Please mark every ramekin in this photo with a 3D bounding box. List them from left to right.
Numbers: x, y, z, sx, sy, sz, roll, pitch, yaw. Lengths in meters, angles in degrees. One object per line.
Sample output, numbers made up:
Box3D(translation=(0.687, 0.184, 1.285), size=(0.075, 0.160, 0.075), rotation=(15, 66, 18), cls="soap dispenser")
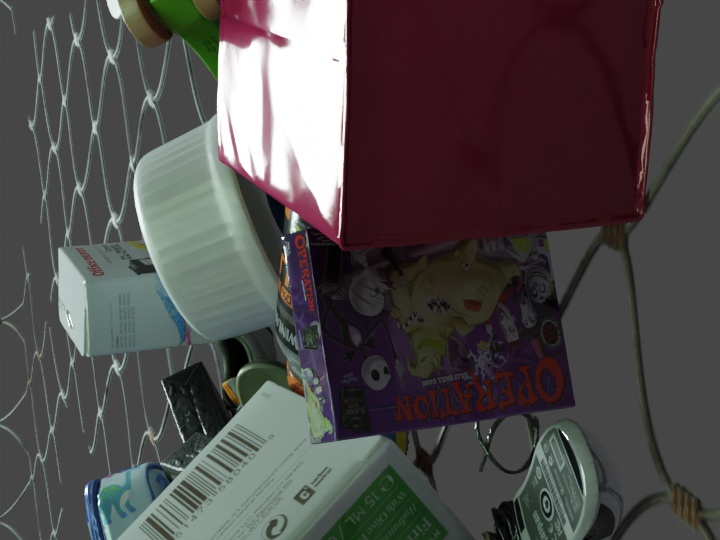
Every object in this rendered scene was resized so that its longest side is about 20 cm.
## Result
Box3D(translation=(-0.121, -0.035, 1.171), size=(0.200, 0.098, 0.201), rotation=(-21, -90, -81), cls="ramekin")

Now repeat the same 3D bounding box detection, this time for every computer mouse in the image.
Box3D(translation=(0.128, 0.162, 0.822), size=(0.200, 0.044, 0.110), rotation=(106, 154, -52), cls="computer mouse")

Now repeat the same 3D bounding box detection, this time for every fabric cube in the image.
Box3D(translation=(0.039, -0.139, 0.765), size=(0.199, 0.196, 0.201), rotation=(-143, 52, -61), cls="fabric cube")

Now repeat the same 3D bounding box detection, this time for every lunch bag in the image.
Box3D(translation=(-0.180, 0.261, 1.220), size=(0.200, 0.082, 0.161), rotation=(52, -161, -73), cls="lunch bag")

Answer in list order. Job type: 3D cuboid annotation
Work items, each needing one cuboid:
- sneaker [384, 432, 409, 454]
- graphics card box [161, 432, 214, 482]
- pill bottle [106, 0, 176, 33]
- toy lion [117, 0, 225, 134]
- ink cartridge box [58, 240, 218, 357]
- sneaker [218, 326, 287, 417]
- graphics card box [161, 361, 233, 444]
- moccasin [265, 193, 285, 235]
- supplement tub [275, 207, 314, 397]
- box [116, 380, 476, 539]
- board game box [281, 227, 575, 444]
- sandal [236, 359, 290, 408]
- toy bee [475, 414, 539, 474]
Box3D(translation=(-0.019, 0.187, 1.129), size=(0.200, 0.078, 0.066), rotation=(105, 148, -42), cls="sneaker")
Box3D(translation=(-0.085, 0.243, 1.160), size=(0.125, 0.051, 0.200), rotation=(8, 129, 49), cls="graphics card box")
Box3D(translation=(-0.104, -0.248, 1.076), size=(0.111, 0.200, 0.111), rotation=(175, 90, -67), cls="pill bottle")
Box3D(translation=(-0.087, -0.182, 0.933), size=(0.200, 0.069, 0.192), rotation=(53, -156, -43), cls="toy lion")
Box3D(translation=(-0.206, 0.022, 1.378), size=(0.146, 0.200, 0.083), rotation=(-147, 55, -61), cls="ink cartridge box")
Box3D(translation=(-0.098, 0.144, 1.283), size=(0.074, 0.079, 0.201), rotation=(-28, 69, 39), cls="sneaker")
Box3D(translation=(-0.132, 0.202, 1.331), size=(0.126, 0.051, 0.200), rotation=(-120, 7, -47), cls="graphics card box")
Box3D(translation=(-0.047, -0.106, 1.149), size=(0.080, 0.068, 0.200), rotation=(-46, 54, 51), cls="moccasin")
Box3D(translation=(0.000, 0.000, 0.984), size=(0.123, 0.122, 0.200), rotation=(-131, 42, -55), cls="supplement tub")
Box3D(translation=(-0.044, 0.221, 0.946), size=(0.171, 0.199, 0.200), rotation=(51, 163, -25), cls="box")
Box3D(translation=(0.046, 0.033, 0.784), size=(0.032, 0.200, 0.120), rotation=(-11, 84, 49), cls="board game box")
Box3D(translation=(-0.063, 0.178, 1.208), size=(0.057, 0.080, 0.201), rotation=(-23, -83, -70), cls="sandal")
Box3D(translation=(0.035, 0.039, 0.891), size=(0.109, 0.131, 0.201), rotation=(-6, 87, 60), cls="toy bee")
